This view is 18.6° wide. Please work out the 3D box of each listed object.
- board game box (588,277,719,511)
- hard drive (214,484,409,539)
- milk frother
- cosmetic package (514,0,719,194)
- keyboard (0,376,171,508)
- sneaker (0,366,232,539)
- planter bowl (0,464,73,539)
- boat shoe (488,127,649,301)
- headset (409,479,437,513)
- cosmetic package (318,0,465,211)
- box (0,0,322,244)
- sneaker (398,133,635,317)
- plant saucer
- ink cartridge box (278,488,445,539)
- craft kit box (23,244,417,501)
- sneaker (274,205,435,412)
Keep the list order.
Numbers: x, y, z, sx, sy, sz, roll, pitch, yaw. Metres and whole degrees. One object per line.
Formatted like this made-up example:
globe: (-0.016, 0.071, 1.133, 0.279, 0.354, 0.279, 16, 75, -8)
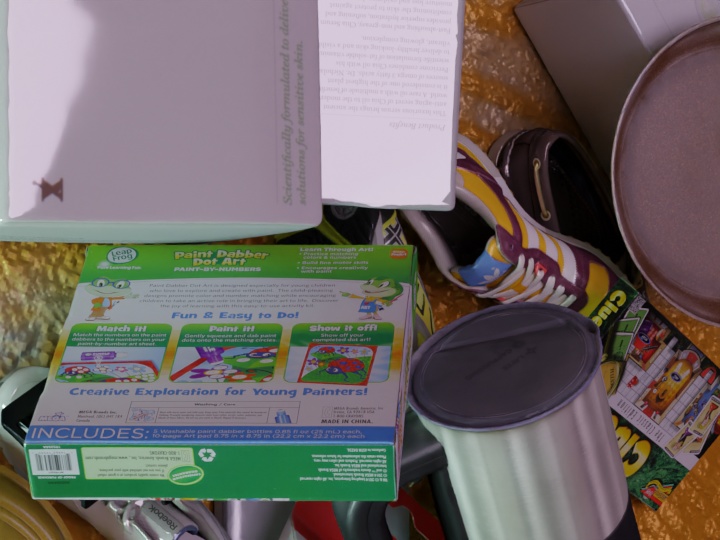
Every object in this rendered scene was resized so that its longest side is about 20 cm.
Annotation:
board game box: (0.182, 0.085, 1.438, 0.105, 0.023, 0.200, -49, 142, 4)
hard drive: (-0.030, 0.146, 1.383, 0.131, 0.026, 0.201, 2, 86, -29)
milk frother: (0.103, 0.156, 1.244, 0.180, 0.200, 0.189, -33, 126, -23)
cosmetic package: (0.248, -0.152, 1.500, 0.200, 0.123, 0.200, -38, 106, -23)
keyboard: (-0.108, 0.063, 1.281, 0.104, 0.040, 0.200, 40, 45, 12)
sneaker: (-0.132, 0.129, 1.284, 0.200, 0.087, 0.075, 44, 76, -10)
planter bowl: (-0.233, 0.203, 1.223, 0.200, 0.083, 0.201, -1, 93, -27)
boat shoe: (0.153, -0.005, 1.474, 0.072, 0.059, 0.201, -33, 103, -26)
headset: (0.093, 0.122, 1.415, 0.199, 0.094, 0.124, 10, 82, -40)
cosmetic package: (0.004, -0.138, 1.298, 0.101, 0.071, 0.201, 2, 94, -18)
box: (-0.145, -0.117, 1.246, 0.199, 0.171, 0.200, 0, 87, -29)
sneaker: (0.097, 0.000, 1.405, 0.200, 0.075, 0.090, 39, 27, -5)
plant saucer: (0.241, -0.063, 1.409, 0.199, 0.032, 0.201, -1, 94, -23)
ink cartridge box: (0.009, 0.217, 1.324, 0.161, 0.050, 0.200, 44, 56, -26)
craft kit box: (-0.072, 0.053, 1.230, 0.199, 0.198, 0.049, 0, 125, 6)
sneaker: (0.000, 0.000, 1.379, 0.076, 0.075, 0.201, 20, 55, -60)
